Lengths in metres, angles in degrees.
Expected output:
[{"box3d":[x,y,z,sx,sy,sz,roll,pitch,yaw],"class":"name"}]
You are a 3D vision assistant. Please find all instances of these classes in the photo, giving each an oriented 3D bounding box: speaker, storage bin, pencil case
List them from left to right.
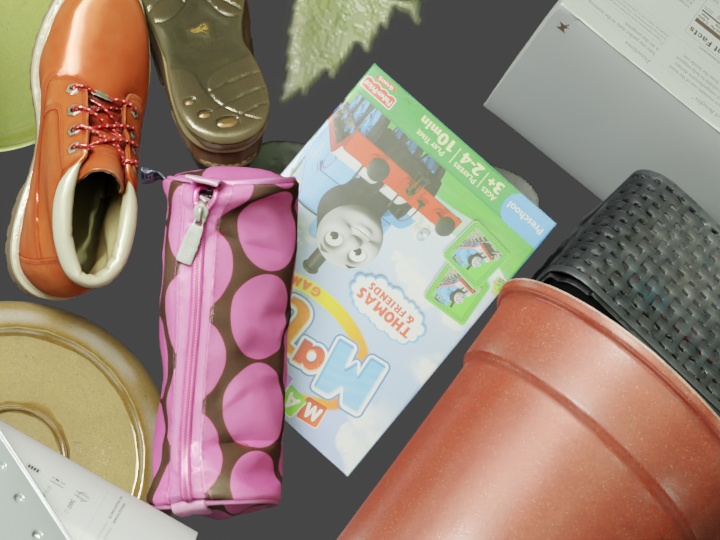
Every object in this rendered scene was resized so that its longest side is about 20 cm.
[{"box3d":[-0.190,0.131,0.910,0.199,0.081,0.082,30,69,-4],"class":"speaker"},{"box3d":[-0.082,0.042,0.950,0.089,0.094,0.203,1,92,4],"class":"pencil case"},{"box3d":[0.198,0.053,1.027,0.200,0.135,0.094,43,69,2],"class":"storage bin"}]

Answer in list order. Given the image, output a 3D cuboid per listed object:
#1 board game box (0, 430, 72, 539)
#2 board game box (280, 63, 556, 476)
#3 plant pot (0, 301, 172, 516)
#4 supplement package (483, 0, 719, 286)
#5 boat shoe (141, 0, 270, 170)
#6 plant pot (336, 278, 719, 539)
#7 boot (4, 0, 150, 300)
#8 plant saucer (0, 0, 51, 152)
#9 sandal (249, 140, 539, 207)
[{"box3d":[-0.243,0.129,0.793,0.199,0.026,0.201,-22,71,-49],"class":"board game box"},{"box3d":[0.000,0.000,1.021,0.151,0.037,0.200,40,87,1],"class":"board game box"},{"box3d":[-0.203,0.112,0.969,0.197,0.027,0.203,4,72,-13],"class":"plant pot"},{"box3d":[0.205,-0.111,1.068,0.199,0.156,0.111,39,68,0],"class":"supplement package"},{"box3d":[-0.102,-0.143,1.052,0.071,0.068,0.202,-6,58,-12],"class":"boat shoe"},{"box3d":[0.093,0.145,0.954,0.201,0.201,0.195,43,76,2],"class":"plant pot"},{"box3d":[-0.152,-0.082,0.973,0.074,0.107,0.203,9,86,-24],"class":"boot"},{"box3d":[-0.241,-0.163,1.041,0.197,0.031,0.203,4,73,-12],"class":"plant saucer"},{"box3d":[0.022,-0.045,1.062,0.197,0.045,0.076,7,72,-12],"class":"sandal"}]
